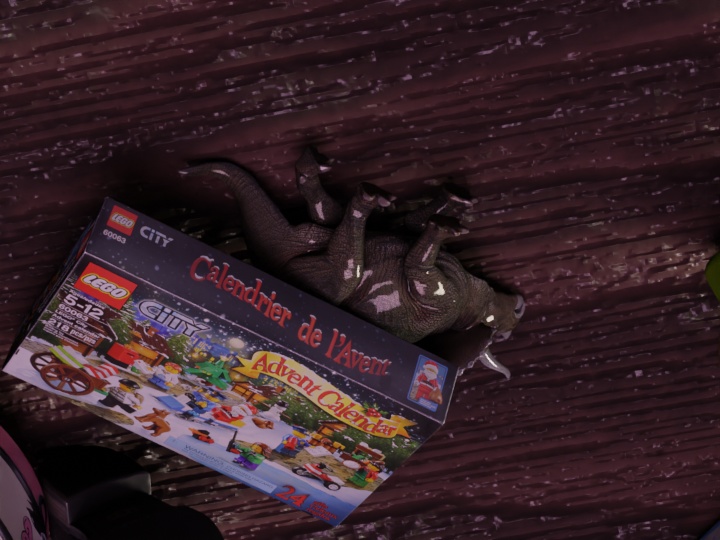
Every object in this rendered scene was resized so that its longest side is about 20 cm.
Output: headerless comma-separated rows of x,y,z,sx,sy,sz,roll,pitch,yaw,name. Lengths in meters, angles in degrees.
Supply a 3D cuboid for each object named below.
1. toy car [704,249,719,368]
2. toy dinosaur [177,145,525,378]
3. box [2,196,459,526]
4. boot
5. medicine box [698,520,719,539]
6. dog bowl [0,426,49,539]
0.232,0.028,1.238,0.158,0.200,0.164,-35,71,20,toy car
0.000,0.000,1.325,0.200,0.077,0.102,14,114,-12,toy dinosaur
-0.068,0.051,1.340,0.200,0.038,0.137,26,145,-11,box
-0.116,0.202,1.398,0.069,0.200,0.174,-13,118,-20,boot
0.289,0.196,1.432,0.200,0.103,0.182,33,116,-19,medicine box
-0.254,0.136,1.386,0.200,0.074,0.200,9,123,15,dog bowl
